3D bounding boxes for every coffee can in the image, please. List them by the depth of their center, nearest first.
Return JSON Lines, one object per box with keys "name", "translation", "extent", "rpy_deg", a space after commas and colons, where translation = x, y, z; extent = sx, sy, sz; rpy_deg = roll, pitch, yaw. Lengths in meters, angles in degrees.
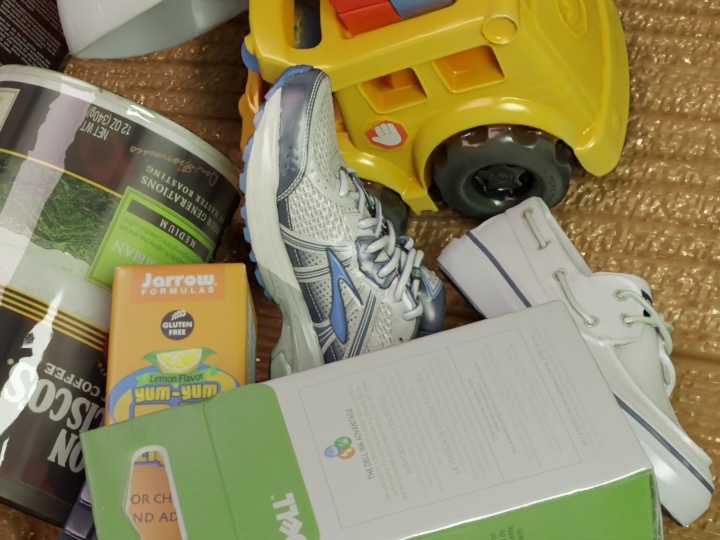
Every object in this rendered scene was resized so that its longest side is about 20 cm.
{"name": "coffee can", "translation": [-0.162, 0.017, 0.926], "extent": [0.146, 0.146, 0.200], "rpy_deg": [13, 75, 39]}

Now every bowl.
{"name": "bowl", "translation": [-0.066, -0.193, 0.990], "extent": [0.199, 0.200, 0.075], "rpy_deg": [-26, 91, 17]}

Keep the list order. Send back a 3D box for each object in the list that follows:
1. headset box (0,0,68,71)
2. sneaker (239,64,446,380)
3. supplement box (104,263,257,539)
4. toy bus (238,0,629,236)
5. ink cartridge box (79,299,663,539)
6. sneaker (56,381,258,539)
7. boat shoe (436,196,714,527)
{"name": "headset box", "translation": [-0.266, -0.153, 1.175], "extent": [0.149, 0.077, 0.200], "rpy_deg": [9, 67, 37]}
{"name": "sneaker", "translation": [0.000, 0.000, 0.847], "extent": [0.085, 0.201, 0.077], "rpy_deg": [-3, 19, 17]}
{"name": "supplement box", "translation": [-0.080, 0.097, 0.802], "extent": [0.066, 0.069, 0.200], "rpy_deg": [-2, 61, 1]}
{"name": "toy bus", "translation": [0.008, -0.114, 0.887], "extent": [0.200, 0.192, 0.136], "rpy_deg": [-14, 55, 24]}
{"name": "ink cartridge box", "translation": [0.002, 0.087, 0.687], "extent": [0.200, 0.059, 0.104], "rpy_deg": [-15, 38, -5]}
{"name": "sneaker", "translation": [-0.105, 0.135, 0.865], "extent": [0.074, 0.082, 0.200], "rpy_deg": [31, 67, 16]}
{"name": "boat shoe", "translation": [0.104, 0.028, 0.808], "extent": [0.067, 0.074, 0.200], "rpy_deg": [-42, 46, 2]}
